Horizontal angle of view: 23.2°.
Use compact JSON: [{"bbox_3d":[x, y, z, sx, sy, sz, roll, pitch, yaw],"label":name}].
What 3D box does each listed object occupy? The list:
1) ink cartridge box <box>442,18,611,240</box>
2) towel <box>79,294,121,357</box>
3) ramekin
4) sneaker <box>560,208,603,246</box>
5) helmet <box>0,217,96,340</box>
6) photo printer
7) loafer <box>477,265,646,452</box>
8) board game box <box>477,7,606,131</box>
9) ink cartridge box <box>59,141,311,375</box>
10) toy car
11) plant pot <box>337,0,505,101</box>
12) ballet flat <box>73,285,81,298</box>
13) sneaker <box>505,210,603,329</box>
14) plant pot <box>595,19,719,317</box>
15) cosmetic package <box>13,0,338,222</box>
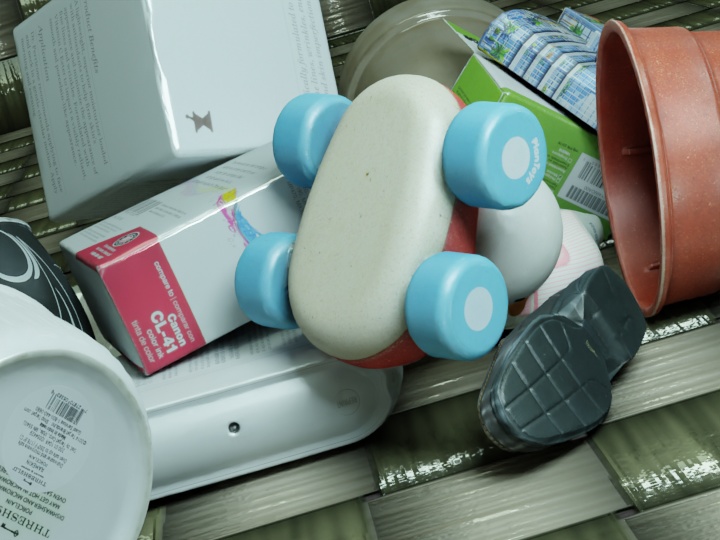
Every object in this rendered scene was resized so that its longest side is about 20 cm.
[{"bbox_3d":[0.135,-0.121,1.458,0.147,0.076,0.200,23,17,-22],"label":"ink cartridge box"},{"bbox_3d":[-0.165,0.033,1.331,0.132,0.034,0.201,-6,50,39],"label":"towel"},{"bbox_3d":[-0.206,0.109,0.952,0.200,0.202,0.105,-27,27,-37],"label":"ramekin"},{"bbox_3d":[0.100,-0.017,1.377,0.199,0.075,0.087,3,11,35],"label":"sneaker"},{"bbox_3d":[-0.266,0.077,1.141,0.199,0.192,0.200,-16,-8,-2],"label":"helmet"},{"bbox_3d":[-0.071,0.079,1.160,0.199,0.070,0.166,-16,14,-3],"label":"photo printer"},{"bbox_3d":[0.111,0.064,1.057,0.072,0.073,0.200,-32,0,31],"label":"loafer"},{"bbox_3d":[0.227,-0.143,1.432,0.200,0.062,0.199,39,18,30],"label":"board game box"},{"bbox_3d":[-0.091,-0.019,1.200,0.199,0.086,0.148,-26,14,-14],"label":"ink cartridge box"},{"bbox_3d":[0.061,-0.012,1.101,0.184,0.178,0.199,7,-10,46],"label":"toy car"},{"bbox_3d":[0.088,-0.127,1.597,0.199,0.201,0.174,-16,32,-1],"label":"plant pot"},{"bbox_3d":[-0.252,0.038,1.531,0.067,0.063,0.200,-24,17,-29],"label":"ballet flat"},{"bbox_3d":[0.102,-0.003,1.288,0.104,0.076,0.200,-17,14,-25],"label":"sneaker"},{"bbox_3d":[0.274,-0.081,1.187,0.194,0.202,0.201,-8,14,-2],"label":"plant pot"},{"bbox_3d":[-0.143,-0.145,1.363,0.164,0.166,0.199,-7,-8,-39],"label":"cosmetic package"}]
